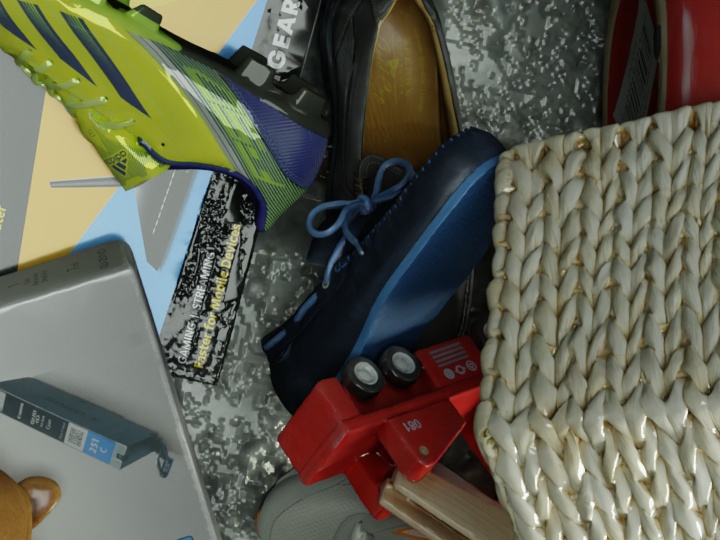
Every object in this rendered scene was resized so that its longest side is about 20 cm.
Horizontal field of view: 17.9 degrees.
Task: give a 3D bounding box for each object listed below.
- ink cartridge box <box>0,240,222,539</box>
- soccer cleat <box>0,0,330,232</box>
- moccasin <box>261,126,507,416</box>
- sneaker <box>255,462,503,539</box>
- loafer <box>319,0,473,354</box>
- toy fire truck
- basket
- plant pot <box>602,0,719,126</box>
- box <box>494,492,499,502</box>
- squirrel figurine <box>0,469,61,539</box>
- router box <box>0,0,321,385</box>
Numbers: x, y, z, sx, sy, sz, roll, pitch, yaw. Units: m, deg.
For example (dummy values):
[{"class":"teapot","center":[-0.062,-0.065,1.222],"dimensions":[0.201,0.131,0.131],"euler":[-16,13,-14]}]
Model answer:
[{"class":"ink cartridge box","center":[-0.164,0.106,1.080],"dimensions":[0.175,0.045,0.201],"euler":[-17,110,-3]},{"class":"soccer cleat","center":[-0.110,-0.082,1.039],"dimensions":[0.199,0.065,0.084],"euler":[26,98,-11]},{"class":"moccasin","center":[0.000,0.000,1.073],"dimensions":[0.080,0.200,0.068],"euler":[-17,61,-47]},{"class":"sneaker","center":[0.040,0.145,1.103],"dimensions":[0.198,0.092,0.076],"euler":[10,115,12]},{"class":"loafer","center":[0.020,-0.048,1.119],"dimensions":[0.072,0.072,0.202],"euler":[-14,99,-11]},{"class":"toy fire truck","center":[0.037,0.105,1.052],"dimensions":[0.199,0.049,0.141],"euler":[-15,62,-44]},{"class":"basket","center":[0.150,0.057,0.968],"dimensions":[0.159,0.199,0.201],"euler":[-9,130,16]},{"class":"plant pot","center":[0.217,-0.082,1.094],"dimensions":[0.181,0.200,0.202],"euler":[0,95,-7]},{"class":"box","center":[0.179,0.077,1.179],"dimensions":[0.198,0.044,0.162],"euler":[9,93,-12]},{"class":"squirrel figurine","center":[-0.170,0.185,1.017],"dimensions":[0.199,0.141,0.188],"euler":[21,100,32]},{"class":"router box","center":[-0.115,-0.060,1.099],"dimensions":[0.148,0.051,0.202],"euler":[14,94,-13]}]
